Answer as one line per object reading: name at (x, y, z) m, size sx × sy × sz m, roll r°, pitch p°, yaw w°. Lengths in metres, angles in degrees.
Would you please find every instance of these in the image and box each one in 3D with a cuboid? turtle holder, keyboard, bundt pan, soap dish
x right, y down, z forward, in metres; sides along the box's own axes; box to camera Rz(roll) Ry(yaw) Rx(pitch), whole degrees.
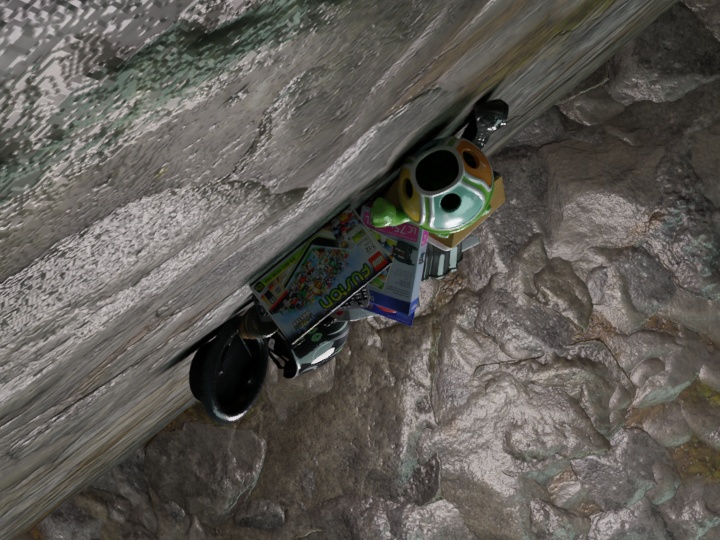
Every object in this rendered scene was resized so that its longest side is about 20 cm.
turtle holder at (0.108, -0.132, 1.051) m, size 0.181 × 0.144 × 0.132 m, roll 2°, pitch 173°, yaw 17°
keyboard at (-0.079, 0.066, 1.182) m, size 0.195 × 0.040 × 0.105 m, roll -8°, pitch 139°, yaw 4°
bundt pan at (0.099, -0.075, 1.279) m, size 0.201 × 0.200 × 0.077 m, roll -37°, pitch 146°, yaw -42°
soap dish at (0.151, -0.135, 1.233) m, size 0.199 × 0.156 × 0.082 m, roll -38°, pitch 151°, yaw -41°

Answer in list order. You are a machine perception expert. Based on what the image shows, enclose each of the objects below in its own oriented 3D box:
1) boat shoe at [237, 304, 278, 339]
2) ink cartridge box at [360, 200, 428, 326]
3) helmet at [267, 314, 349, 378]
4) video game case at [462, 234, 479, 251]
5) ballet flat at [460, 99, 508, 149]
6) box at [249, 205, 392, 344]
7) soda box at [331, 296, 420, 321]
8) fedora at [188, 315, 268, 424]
boat shoe at (-0.157, 0.065, 1.307) m, size 0.073 × 0.077 × 0.199 m, roll -25°, pitch -174°, yaw 44°
ink cartridge box at (0.048, -0.005, 1.199) m, size 0.042 × 0.117 × 0.204 m, roll -34°, pitch 136°, yaw -56°
helmet at (-0.115, 0.116, 1.486) m, size 0.190 × 0.201 × 0.200 m, roll -36°, pitch 178°, yaw -30°
video game case at (0.124, -0.023, 1.439) m, size 0.179 × 0.023 × 0.199 m, roll -25°, pitch -175°, yaw -21°
ballet flat at (0.197, -0.247, 1.170) m, size 0.200 × 0.055 × 0.068 m, roll 138°, pitch -38°, yaw -82°
box at (-0.059, 0.007, 1.064) m, size 0.199 × 0.111 × 0.035 m, roll -39°, pitch 178°, yaw -4°
soda box at (0.031, 0.060, 1.441) m, size 0.197 × 0.065 × 0.068 m, roll -8°, pitch 180°, yaw -40°
fedora at (-0.258, 0.181, 1.304) m, size 0.090 × 0.205 × 0.200 m, roll 3°, pitch -159°, yaw 28°
